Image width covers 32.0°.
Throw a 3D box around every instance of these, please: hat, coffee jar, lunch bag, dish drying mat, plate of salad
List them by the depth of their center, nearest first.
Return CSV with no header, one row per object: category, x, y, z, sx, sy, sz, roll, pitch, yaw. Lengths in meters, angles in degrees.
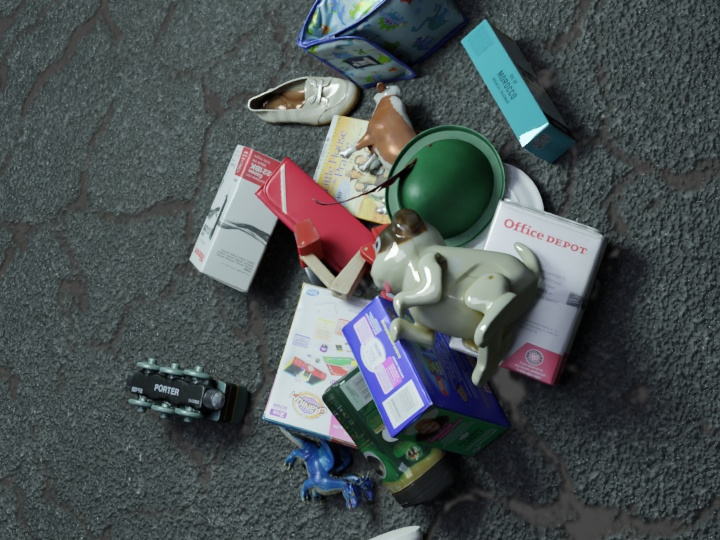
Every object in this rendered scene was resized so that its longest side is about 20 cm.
hat,0.082,-0.115,1.626,0.165,0.176,0.201,34,92,20
coffee jar,0.040,0.216,1.648,0.085,0.104,0.201,-35,86,-19
plate of salad,0.162,-0.052,1.713,0.198,0.048,0.203,-12,65,26
lunch bag,0.026,-0.361,1.827,0.199,0.169,0.128,-37,57,22
dish drying mat,-0.058,-0.072,1.829,0.200,0.018,0.077,42,85,5

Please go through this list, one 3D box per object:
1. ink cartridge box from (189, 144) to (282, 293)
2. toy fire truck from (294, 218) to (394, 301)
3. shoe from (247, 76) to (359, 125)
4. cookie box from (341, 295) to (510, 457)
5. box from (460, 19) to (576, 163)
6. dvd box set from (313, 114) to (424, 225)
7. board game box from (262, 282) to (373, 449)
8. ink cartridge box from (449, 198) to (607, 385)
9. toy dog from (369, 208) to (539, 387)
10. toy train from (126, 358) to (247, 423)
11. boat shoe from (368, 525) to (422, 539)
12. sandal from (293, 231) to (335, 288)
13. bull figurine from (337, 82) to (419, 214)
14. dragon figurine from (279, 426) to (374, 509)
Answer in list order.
ink cartridge box,-0.180,-0.081,1.917,0.202,0.083,0.144,-68,16,2
toy fire truck,0.000,0.000,1.748,0.139,0.049,0.201,-20,53,-10
shoe,-0.091,-0.263,1.959,0.198,0.053,0.071,-5,74,36
cookie box,0.086,0.140,1.617,0.075,0.199,0.172,-40,56,21
box,0.214,-0.244,1.708,0.049,0.082,0.201,-39,57,23
dvd box set,0.020,-0.145,1.857,0.198,0.029,0.148,17,87,38
board game box,-0.035,0.133,1.749,0.151,0.040,0.202,14,77,13
ink cartridge box,0.215,0.028,1.599,0.144,0.085,0.202,20,91,15
toy dog,0.103,0.008,1.522,0.199,0.140,0.195,30,73,19
toy train,-0.267,0.188,1.923,0.198,0.113,0.086,5,81,39
boat shoe,0.008,0.405,1.688,0.199,0.072,0.069,-29,82,20
sandal,-0.071,-0.036,1.872,0.042,0.076,0.202,-18,63,1
bull figurine,0.043,-0.172,1.788,0.121,0.065,0.201,-44,55,20
dragon figurine,-0.052,0.263,1.775,0.099,0.059,0.201,-41,57,20
